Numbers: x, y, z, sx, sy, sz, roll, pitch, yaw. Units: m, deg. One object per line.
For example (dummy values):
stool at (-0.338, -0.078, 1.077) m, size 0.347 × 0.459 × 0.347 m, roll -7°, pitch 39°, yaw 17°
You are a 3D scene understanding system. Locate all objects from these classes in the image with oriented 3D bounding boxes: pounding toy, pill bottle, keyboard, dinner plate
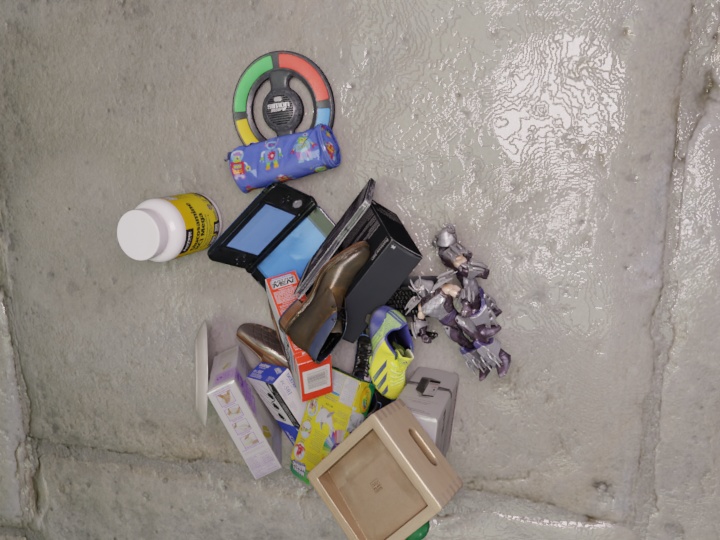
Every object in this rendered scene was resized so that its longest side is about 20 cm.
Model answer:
pounding toy at (0.049, 0.334, 0.914) m, size 0.184 × 0.142 × 0.201 m, roll -46°, pitch 73°, yaw 21°
pill bottle at (-0.346, -0.078, 1.107) m, size 0.110 × 0.200 × 0.115 m, roll 3°, pitch 103°, yaw 15°
keyboard at (0.083, 0.071, 1.059) m, size 0.198 × 0.021 × 0.129 m, roll -3°, pitch 115°, yaw 46°
dinner plate at (-0.306, 0.197, 1.163) m, size 0.024 × 0.200 × 0.204 m, roll -1°, pitch 103°, yaw -16°

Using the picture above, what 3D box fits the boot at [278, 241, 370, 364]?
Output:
boot at (-0.035, 0.053, 0.958) m, size 0.200 × 0.074 × 0.097 m, roll -48°, pitch 62°, yaw 13°

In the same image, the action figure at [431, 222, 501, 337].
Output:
action figure at (0.176, 0.009, 1.006) m, size 0.068 × 0.130 × 0.202 m, roll -23°, pitch 110°, yaw 7°

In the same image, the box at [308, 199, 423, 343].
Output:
box at (0.000, 0.000, 1.048) m, size 0.078 × 0.142 × 0.201 m, roll 26°, pitch 113°, yaw -31°

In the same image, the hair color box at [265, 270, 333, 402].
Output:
hair color box at (-0.110, 0.113, 1.068) m, size 0.063 × 0.201 × 0.112 m, roll -15°, pitch 137°, yaw -14°

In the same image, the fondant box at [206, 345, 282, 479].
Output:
fondant box at (-0.213, 0.264, 1.140) m, size 0.058 × 0.145 × 0.202 m, roll -24°, pitch 110°, yaw 0°

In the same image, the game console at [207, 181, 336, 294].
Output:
game console at (-0.146, -0.037, 1.106) m, size 0.200 × 0.170 × 0.119 m, roll -43°, pitch 61°, yaw 19°

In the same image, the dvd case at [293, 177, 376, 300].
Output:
dvd case at (-0.041, -0.055, 1.013) m, size 0.016 × 0.149 × 0.201 m, roll 35°, pitch 110°, yaw -9°

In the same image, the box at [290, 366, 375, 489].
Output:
box at (-0.052, 0.278, 1.061) m, size 0.116 × 0.048 × 0.203 m, roll 14°, pitch 83°, yaw 47°

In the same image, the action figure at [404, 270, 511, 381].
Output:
action figure at (0.148, 0.083, 0.950) m, size 0.200 × 0.070 × 0.130 m, roll 45°, pitch 137°, yaw -6°

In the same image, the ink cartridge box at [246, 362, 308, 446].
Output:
ink cartridge box at (-0.127, 0.266, 1.141) m, size 0.093 × 0.044 × 0.202 m, roll 2°, pitch 128°, yaw 49°

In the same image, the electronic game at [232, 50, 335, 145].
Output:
electronic game at (-0.140, -0.287, 1.088) m, size 0.196 × 0.042 × 0.204 m, roll 3°, pitch 102°, yaw 16°

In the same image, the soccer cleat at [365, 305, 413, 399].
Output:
soccer cleat at (0.056, 0.151, 1.023) m, size 0.083 × 0.064 × 0.203 m, roll 25°, pitch 136°, yaw 40°

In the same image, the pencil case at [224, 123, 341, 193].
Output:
pencil case at (-0.133, -0.197, 1.054) m, size 0.197 × 0.078 × 0.088 m, roll -12°, pitch 78°, yaw 18°

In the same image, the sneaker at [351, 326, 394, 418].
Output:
sneaker at (0.019, 0.169, 1.099) m, size 0.069 × 0.077 × 0.204 m, roll 4°, pitch 109°, yaw 43°

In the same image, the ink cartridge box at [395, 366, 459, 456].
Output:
ink cartridge box at (0.107, 0.273, 1.046) m, size 0.081 × 0.200 × 0.150 m, roll 9°, pitch 103°, yaw 17°

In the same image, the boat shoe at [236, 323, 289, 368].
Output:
boat shoe at (-0.161, 0.175, 1.173) m, size 0.198 × 0.076 × 0.072 m, roll 32°, pitch 110°, yaw 10°
